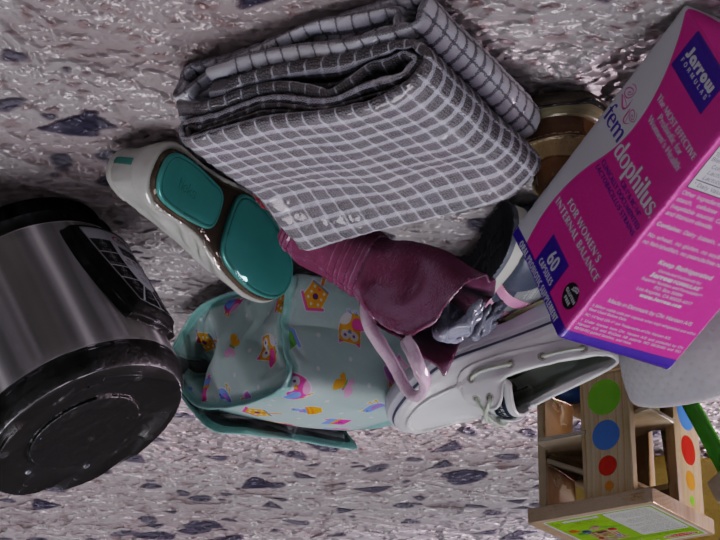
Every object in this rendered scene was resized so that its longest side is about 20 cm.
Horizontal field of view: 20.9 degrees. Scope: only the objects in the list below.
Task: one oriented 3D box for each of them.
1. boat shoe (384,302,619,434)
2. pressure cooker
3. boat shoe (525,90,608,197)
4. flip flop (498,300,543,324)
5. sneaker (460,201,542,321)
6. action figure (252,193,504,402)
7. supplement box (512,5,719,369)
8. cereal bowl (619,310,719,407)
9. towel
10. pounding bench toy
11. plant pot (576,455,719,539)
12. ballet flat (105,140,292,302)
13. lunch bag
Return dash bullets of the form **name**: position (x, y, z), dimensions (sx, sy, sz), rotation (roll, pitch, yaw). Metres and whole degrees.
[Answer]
- **boat shoe**: position (0.107, 0.084, 1.508), dimensions (0.199, 0.067, 0.073), rotation (-32, 140, 21)
- **pressure cooker**: position (-0.244, 0.043, 1.458), dimensions (0.177, 0.201, 0.176), rotation (-11, 146, -33)
- **boat shoe**: position (0.159, -0.053, 1.359), dimensions (0.075, 0.075, 0.200), rotation (-10, 155, 25)
- **flip flop**: position (0.133, 0.057, 1.650), dimensions (0.081, 0.058, 0.199), rotation (19, 151, -38)
- **sneaker**: position (0.122, 0.011, 1.523), dimensions (0.081, 0.071, 0.200), rotation (7, 159, -12)
- **action figure**: position (0.000, 0.000, 1.396), dimensions (0.199, 0.149, 0.134), rotation (30, 152, 14)
- **supplement box**: position (0.200, -0.049, 1.232), dimensions (0.103, 0.102, 0.200), rotation (16, 125, -32)
- **cereal bowl**: position (0.285, 0.031, 1.479), dimensions (0.198, 0.084, 0.200), rotation (-18, -175, 2)
- **towel**: position (-0.003, -0.091, 1.258), dimensions (0.199, 0.086, 0.165), rotation (-13, 154, 30)
- **pounding bench toy**: position (0.262, 0.149, 1.741), dimensions (0.199, 0.157, 0.124), rotation (-15, 152, 33)
- **plant pot**: position (0.364, 0.295, 2.067), dimensions (0.194, 0.196, 0.200), rotation (14, 148, -31)
- **ballet flat**: position (-0.118, -0.039, 1.430), dimensions (0.069, 0.070, 0.200), rotation (-10, 151, 25)
- **lunch bag**: position (-0.049, 0.081, 1.628), dimensions (0.169, 0.123, 0.199), rotation (10, 160, -34)
